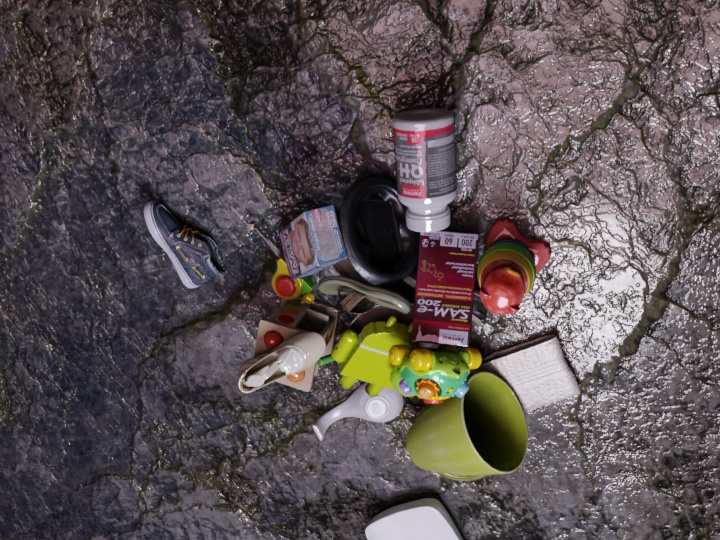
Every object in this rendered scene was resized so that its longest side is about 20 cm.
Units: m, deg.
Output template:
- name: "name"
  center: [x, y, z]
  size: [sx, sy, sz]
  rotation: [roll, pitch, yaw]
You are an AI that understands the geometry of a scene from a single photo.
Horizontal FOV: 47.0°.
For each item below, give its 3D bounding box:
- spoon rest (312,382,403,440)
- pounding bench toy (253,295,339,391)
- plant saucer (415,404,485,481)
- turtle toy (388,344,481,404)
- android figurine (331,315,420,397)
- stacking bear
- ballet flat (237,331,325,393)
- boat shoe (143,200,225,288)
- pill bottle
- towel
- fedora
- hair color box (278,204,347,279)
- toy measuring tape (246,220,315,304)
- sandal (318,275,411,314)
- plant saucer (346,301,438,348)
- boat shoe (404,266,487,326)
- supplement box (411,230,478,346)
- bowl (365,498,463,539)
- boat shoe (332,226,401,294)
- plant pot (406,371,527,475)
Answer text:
- name: "spoon rest"
  center: [-0.005, 0.291, 1.739]
  size: [0.198, 0.061, 0.100]
  rotation: [-24, 106, 11]
- name: "pounding bench toy"
  center: [-0.096, 0.153, 1.644]
  size: [0.197, 0.156, 0.126]
  rotation: [17, 116, 9]
- name: "plant saucer"
  center: [0.202, 0.357, 1.709]
  size: [0.197, 0.031, 0.203]
  rotation: [6, 114, 14]
- name: "turtle toy"
  center: [0.122, 0.187, 1.510]
  size: [0.144, 0.199, 0.103]
  rotation: [2, 89, -28]
- name: "android figurine"
  center: [0.039, 0.165, 1.601]
  size: [0.180, 0.041, 0.201]
  rotation: [17, 127, -19]
- name: "stacking bear"
  center: [0.255, 0.009, 1.449]
  size: [0.121, 0.200, 0.114]
  rotation: [33, 118, 1]
- name: "ballet flat"
  center: [-0.152, 0.177, 1.547]
  size: [0.198, 0.070, 0.070]
  rotation: [-28, 102, 25]
- name: "boat shoe"
  center: [-0.354, -0.064, 1.686]
  size: [0.090, 0.071, 0.202]
  rotation: [-20, 112, 22]
- name: "pill bottle"
  center: [0.115, -0.177, 1.465]
  size: [0.109, 0.111, 0.203]
  rotation: [1, 112, 16]
- name: "towel"
  center: [0.315, 0.212, 1.612]
  size: [0.198, 0.035, 0.134]
  rotation: [-22, 106, 24]
- name: "fedora"
  center: [0.021, -0.070, 1.534]
  size: [0.091, 0.200, 0.202]
  rotation: [-14, 111, 57]
- name: "hair color box"
  center: [-0.092, -0.049, 1.530]
  size: [0.060, 0.200, 0.102]
  rotation: [-14, 87, -21]
- name: "toy measuring tape"
  center: [-0.168, -0.005, 1.650]
  size: [0.073, 0.074, 0.200]
  rotation: [-40, 96, 27]
- name: "sandal"
  center: [0.000, 0.054, 1.525]
  size: [0.199, 0.080, 0.058]
  rotation: [15, 80, 35]
- name: "plant saucer"
  center: [0.068, 0.126, 1.619]
  size: [0.196, 0.032, 0.202]
  rotation: [-1, 130, -1]
- name: "boat shoe"
  center: [0.154, 0.031, 1.571]
  size: [0.199, 0.074, 0.064]
  rotation: [29, 85, 14]
- name: "supplement box"
  center: [0.154, 0.032, 1.503]
  size: [0.107, 0.061, 0.204]
  rotation: [4, 90, 9]
- name: "bowl"
  center: [0.131, 0.587, 1.804]
  size: [0.198, 0.075, 0.202]
  rotation: [-24, 104, 25]
- name: "boat shoe"
  center: [0.000, 0.000, 1.605]
  size: [0.200, 0.074, 0.066]
  rotation: [48, 141, -14]
- name: "plant pot"
  center: [0.186, 0.314, 1.594]
  size: [0.199, 0.187, 0.188]
  rotation: [-29, 102, 42]
